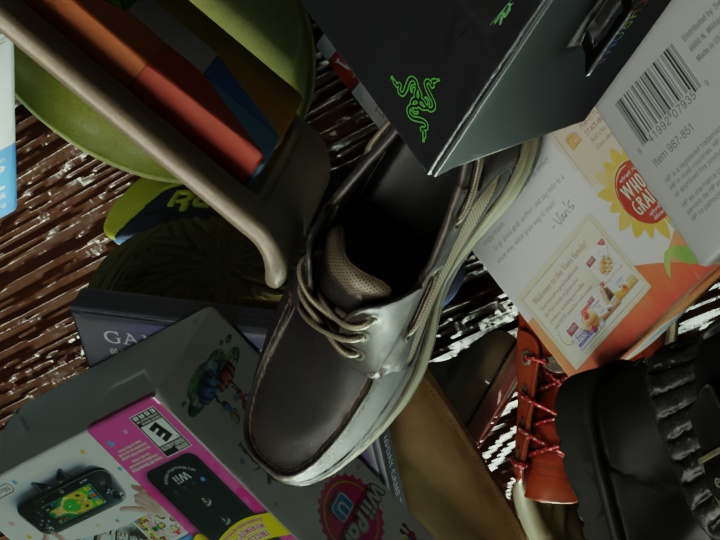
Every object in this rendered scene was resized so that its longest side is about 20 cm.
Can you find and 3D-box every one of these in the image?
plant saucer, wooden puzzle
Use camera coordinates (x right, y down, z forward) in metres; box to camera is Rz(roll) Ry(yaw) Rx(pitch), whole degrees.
[{"bbox_3d":[-0.105,-0.132,1.286,0.199,0.031,0.201,18,134,19],"label":"plant saucer"},{"bbox_3d":[-0.087,-0.093,1.172,0.200,0.185,0.037,44,105,-7],"label":"wooden puzzle"}]

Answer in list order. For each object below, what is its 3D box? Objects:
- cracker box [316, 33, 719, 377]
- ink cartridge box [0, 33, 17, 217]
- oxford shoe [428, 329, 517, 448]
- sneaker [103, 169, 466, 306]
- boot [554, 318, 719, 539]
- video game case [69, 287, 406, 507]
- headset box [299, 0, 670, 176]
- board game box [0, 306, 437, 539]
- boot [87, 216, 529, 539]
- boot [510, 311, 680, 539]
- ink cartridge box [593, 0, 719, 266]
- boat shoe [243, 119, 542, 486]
[{"bbox_3d":[0.084,-0.068,1.163,0.200,0.058,0.134,53,139,9],"label":"cracker box"},{"bbox_3d":[-0.236,-0.127,1.295,0.145,0.084,0.201,43,145,33],"label":"ink cartridge box"},{"bbox_3d":[0.017,0.078,1.365,0.075,0.071,0.200,41,137,-3],"label":"oxford shoe"},{"bbox_3d":[-0.031,-0.001,1.328,0.199,0.074,0.083,10,134,34],"label":"sneaker"},{"bbox_3d":[0.176,0.113,1.095,0.157,0.079,0.212,-22,90,40],"label":"boot"},{"bbox_3d":[-0.049,0.095,1.265,0.142,0.019,0.201,6,132,22],"label":"video game case"},{"bbox_3d":[0.043,-0.160,1.005,0.200,0.092,0.174,54,139,18],"label":"headset box"},{"bbox_3d":[-0.061,0.127,1.244,0.147,0.064,0.200,-27,116,42],"label":"board game box"},{"bbox_3d":[-0.025,0.073,1.288,0.174,0.066,0.201,4,133,38],"label":"boot"},{"bbox_3d":[0.104,0.053,1.265,0.075,0.107,0.201,4,127,32],"label":"boot"},{"bbox_3d":[0.142,-0.128,1.046,0.201,0.083,0.145,57,138,13],"label":"ink cartridge box"},{"bbox_3d":[0.000,0.000,1.129,0.074,0.073,0.201,32,103,22],"label":"boat shoe"}]
